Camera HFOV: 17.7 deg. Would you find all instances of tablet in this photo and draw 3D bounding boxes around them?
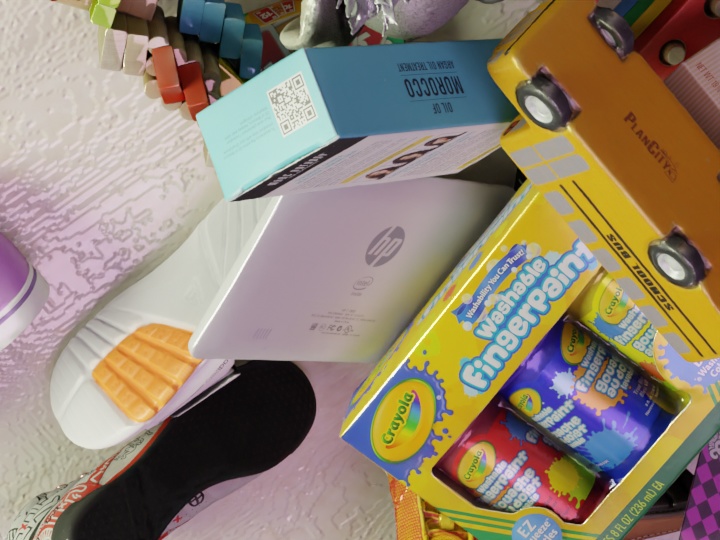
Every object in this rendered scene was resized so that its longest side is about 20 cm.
[{"bbox_3d":[0.000,0.000,1.296,0.200,0.014,0.130,4,124,-51],"label":"tablet"}]

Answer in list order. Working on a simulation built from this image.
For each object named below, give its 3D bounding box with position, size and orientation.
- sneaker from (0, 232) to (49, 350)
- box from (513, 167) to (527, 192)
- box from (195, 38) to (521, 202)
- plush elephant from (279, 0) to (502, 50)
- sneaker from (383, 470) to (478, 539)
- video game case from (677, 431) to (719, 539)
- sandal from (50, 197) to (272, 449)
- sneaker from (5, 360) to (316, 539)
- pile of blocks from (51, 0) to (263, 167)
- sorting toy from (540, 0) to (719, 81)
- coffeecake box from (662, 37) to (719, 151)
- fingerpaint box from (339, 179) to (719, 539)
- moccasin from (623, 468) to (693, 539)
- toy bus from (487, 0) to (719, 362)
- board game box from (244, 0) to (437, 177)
[{"bbox_3d":[-0.278,0.037,1.251,0.200,0.073,0.114,-45,122,-3],"label":"sneaker"},{"bbox_3d":[0.144,0.016,1.397,0.116,0.060,0.201,-2,121,-19],"label":"box"},{"bbox_3d":[0.014,-0.080,1.196,0.082,0.049,0.200,-27,169,37],"label":"box"},{"bbox_3d":[0.016,-0.186,1.168,0.164,0.201,0.155,-5,161,9],"label":"plush elephant"},{"bbox_3d":[0.054,0.153,1.386,0.073,0.077,0.201,-2,77,-10],"label":"sneaker"},{"bbox_3d":[0.271,0.062,1.432,0.181,0.036,0.201,-30,137,-47],"label":"video game case"},{"bbox_3d":[-0.087,0.030,1.306,0.207,0.079,0.059,-43,145,15],"label":"sandal"},{"bbox_3d":[-0.122,0.121,1.362,0.201,0.108,0.067,-39,101,-35],"label":"sneaker"},{"bbox_3d":[-0.099,-0.125,1.196,0.082,0.062,0.200,-43,116,15],"label":"pile of blocks"},{"bbox_3d":[0.177,-0.210,1.262,0.200,0.070,0.199,36,103,-34],"label":"sorting toy"},{"bbox_3d":[0.270,-0.080,1.278,0.200,0.154,0.073,-33,172,-33],"label":"coffeecake box"},{"bbox_3d":[0.113,0.059,1.308,0.167,0.073,0.200,37,110,-6],"label":"fingerpaint box"},{"bbox_3d":[0.124,0.165,1.476,0.200,0.074,0.078,-13,132,-15],"label":"moccasin"},{"bbox_3d":[0.141,-0.048,1.188,0.200,0.078,0.065,48,66,-12],"label":"toy bus"},{"bbox_3d":[-0.009,-0.067,1.310,0.095,0.030,0.201,-21,128,-8],"label":"board game box"}]
